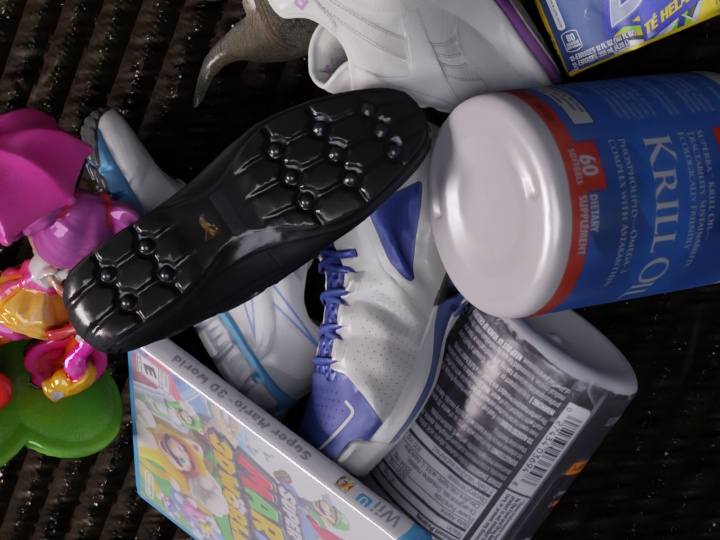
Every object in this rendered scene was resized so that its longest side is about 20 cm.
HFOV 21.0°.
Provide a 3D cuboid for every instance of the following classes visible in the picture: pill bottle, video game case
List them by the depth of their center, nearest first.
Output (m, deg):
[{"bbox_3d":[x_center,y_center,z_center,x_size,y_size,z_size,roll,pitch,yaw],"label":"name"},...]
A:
[{"bbox_3d":[0.144,-0.043,0.981,0.200,0.112,0.113,-10,112,-30],"label":"pill bottle"},{"bbox_3d":[-0.047,0.130,1.036,0.200,0.018,0.143,34,144,25],"label":"video game case"},{"bbox_3d":[0.056,0.110,1.070,0.106,0.106,0.200,31,107,-9],"label":"pill bottle"}]

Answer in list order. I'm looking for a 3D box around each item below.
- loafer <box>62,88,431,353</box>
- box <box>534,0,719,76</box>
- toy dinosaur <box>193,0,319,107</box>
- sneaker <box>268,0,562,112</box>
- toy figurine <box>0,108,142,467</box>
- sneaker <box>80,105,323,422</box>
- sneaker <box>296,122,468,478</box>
[{"bbox_3d":[-0.055,-0.025,0.958,0.200,0.070,0.068,-32,82,-3],"label":"loafer"},{"bbox_3d":[0.184,-0.171,0.992,0.200,0.070,0.064,-23,105,8],"label":"box"},{"bbox_3d":[-0.033,-0.161,0.996,0.102,0.077,0.200,30,103,4],"label":"toy dinosaur"},{"bbox_3d":[0.031,-0.117,0.988,0.100,0.075,0.200,-38,134,15],"label":"sneaker"},{"bbox_3d":[-0.178,0.002,0.994,0.200,0.150,0.184,15,133,-26],"label":"toy figurine"},{"bbox_3d":[-0.075,-0.015,1.058,0.087,0.075,0.200,-35,107,-3],"label":"sneaker"},{"bbox_3d":[0.000,-0.001,1.025,0.115,0.081,0.200,32,82,-15],"label":"sneaker"}]
